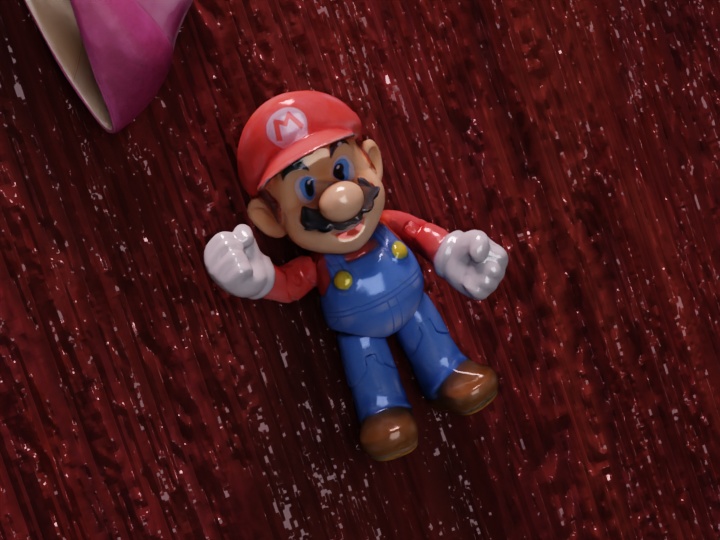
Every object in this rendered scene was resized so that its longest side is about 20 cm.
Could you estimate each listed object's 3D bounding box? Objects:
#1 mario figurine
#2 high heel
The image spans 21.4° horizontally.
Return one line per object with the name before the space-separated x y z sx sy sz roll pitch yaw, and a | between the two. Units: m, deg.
mario figurine | 0.000 0.000 0.994 0.123 0.106 0.201 -43 112 -46
high heel | -0.179 -0.158 0.969 0.200 0.067 0.096 34 70 -26
